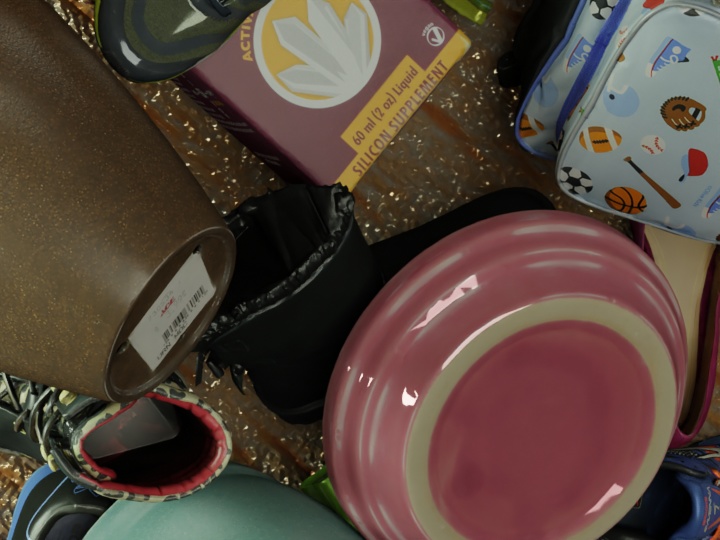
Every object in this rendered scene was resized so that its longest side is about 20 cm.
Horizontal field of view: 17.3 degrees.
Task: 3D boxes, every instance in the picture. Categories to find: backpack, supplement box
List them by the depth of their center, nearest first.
[{"bbox_3d":[0.187,-0.108,1.192,0.189,0.201,0.155,13,49,-14],"label":"backpack"},{"bbox_3d":[-0.058,-0.140,1.197,0.200,0.086,0.111,41,84,-16],"label":"supplement box"}]

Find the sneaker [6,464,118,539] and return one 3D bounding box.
[{"bbox_3d":[-0.163,0.199,1.206,0.070,0.078,0.202,9,93,-17],"label":"sneaker"}]

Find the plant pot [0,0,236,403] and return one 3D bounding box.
[{"bbox_3d":[-0.160,-0.032,1.084,0.199,0.187,0.188,33,85,18],"label":"plant pot"}]

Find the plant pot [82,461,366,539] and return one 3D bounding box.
[{"bbox_3d":[-0.043,0.206,1.172,0.199,0.134,0.202,-11,105,-45],"label":"plant pot"}]

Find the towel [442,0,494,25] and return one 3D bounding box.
[{"bbox_3d":[0.087,-0.229,1.209,0.086,0.018,0.201,31,95,-36],"label":"towel"}]

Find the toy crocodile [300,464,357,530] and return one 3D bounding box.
[{"bbox_3d":[0.055,0.069,1.272,0.200,0.062,0.068,-40,105,-4],"label":"toy crocodile"}]

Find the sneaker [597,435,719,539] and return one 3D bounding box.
[{"bbox_3d":[0.183,0.130,1.301,0.198,0.078,0.076,0,96,-16],"label":"sneaker"}]

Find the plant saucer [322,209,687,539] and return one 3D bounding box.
[{"bbox_3d":[0.080,0.071,1.172,0.199,0.051,0.202,-11,119,-21],"label":"plant saucer"}]

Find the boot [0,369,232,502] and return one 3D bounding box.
[{"bbox_3d":[-0.166,0.059,1.150,0.202,0.154,0.074,12,93,-18],"label":"boot"}]

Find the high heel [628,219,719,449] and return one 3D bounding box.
[{"bbox_3d":[0.181,-0.005,1.276,0.067,0.096,0.202,7,94,-16],"label":"high heel"}]

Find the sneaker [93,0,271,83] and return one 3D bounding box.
[{"bbox_3d":[-0.045,-0.165,1.111,0.200,0.081,0.074,-46,105,-9],"label":"sneaker"}]

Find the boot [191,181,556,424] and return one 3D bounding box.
[{"bbox_3d":[0.000,-0.001,1.178,0.197,0.163,0.074,-30,63,5],"label":"boot"}]
